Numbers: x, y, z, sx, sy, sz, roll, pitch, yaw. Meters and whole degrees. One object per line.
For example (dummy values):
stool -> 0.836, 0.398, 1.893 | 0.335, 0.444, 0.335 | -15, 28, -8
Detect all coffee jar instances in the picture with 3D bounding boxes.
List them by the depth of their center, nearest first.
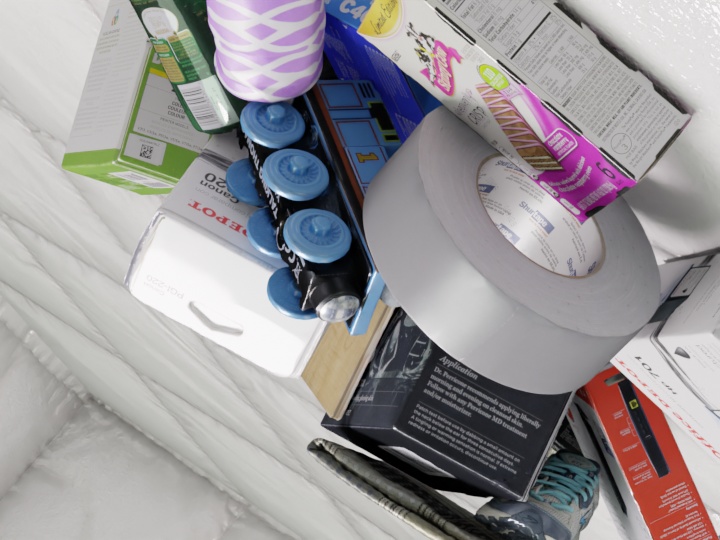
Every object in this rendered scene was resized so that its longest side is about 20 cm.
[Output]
coffee jar -> -0.120, -0.205, 1.559 | 0.085, 0.104, 0.200 | -3, 124, 50

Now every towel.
towel -> 0.067, 0.195, 1.703 | 0.200, 0.035, 0.193 | 32, 178, 23

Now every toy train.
toy train -> -0.019, -0.047, 1.489 | 0.087, 0.114, 0.200 | 108, 149, -45

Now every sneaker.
sneaker -> 0.146, 0.177, 1.693 | 0.078, 0.086, 0.200 | 31, -179, 10

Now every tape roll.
tape roll -> 0.101, -0.017, 1.437 | 0.200, 0.200, 0.066 | 40, 124, -2

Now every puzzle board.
puzzle board -> 0.000, 0.000, 1.719 | 0.017, 0.200, 0.151 | 19, -164, -27

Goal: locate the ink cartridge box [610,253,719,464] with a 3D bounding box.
ink cartridge box -> 0.269, 0.064, 1.476 | 0.146, 0.086, 0.200 | 42, 165, -9

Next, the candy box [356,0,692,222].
candy box -> 0.100, -0.126, 1.376 | 0.200, 0.061, 0.136 | 41, 167, 0

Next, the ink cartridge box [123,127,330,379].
ink cartridge box -> -0.066, -0.031, 1.593 | 0.146, 0.200, 0.085 | 28, 128, 1

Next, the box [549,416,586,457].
box -> 0.146, 0.103, 1.918 | 0.200, 0.086, 0.164 | 38, 166, 8

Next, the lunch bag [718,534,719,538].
lunch bag -> 0.345, 0.270, 1.676 | 0.170, 0.200, 0.122 | 45, 166, -15

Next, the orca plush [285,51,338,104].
orca plush -> -0.045, -0.146, 1.682 | 0.105, 0.071, 0.200 | -6, 119, 23

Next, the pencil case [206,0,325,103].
pencil case -> -0.064, -0.202, 1.436 | 0.200, 0.084, 0.086 | 94, 166, -51

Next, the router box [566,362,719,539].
router box -> 0.213, 0.143, 1.717 | 0.200, 0.049, 0.180 | -142, 27, -84

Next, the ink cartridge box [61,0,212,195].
ink cartridge box -> -0.159, -0.167, 1.730 | 0.076, 0.200, 0.148 | 18, 174, -23

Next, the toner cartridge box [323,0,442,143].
toner cartridge box -> 0.029, -0.136, 1.568 | 0.095, 0.043, 0.200 | 31, 164, 31

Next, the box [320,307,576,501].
box -> 0.086, 0.062, 1.678 | 0.124, 0.197, 0.200 | 30, 168, -13
